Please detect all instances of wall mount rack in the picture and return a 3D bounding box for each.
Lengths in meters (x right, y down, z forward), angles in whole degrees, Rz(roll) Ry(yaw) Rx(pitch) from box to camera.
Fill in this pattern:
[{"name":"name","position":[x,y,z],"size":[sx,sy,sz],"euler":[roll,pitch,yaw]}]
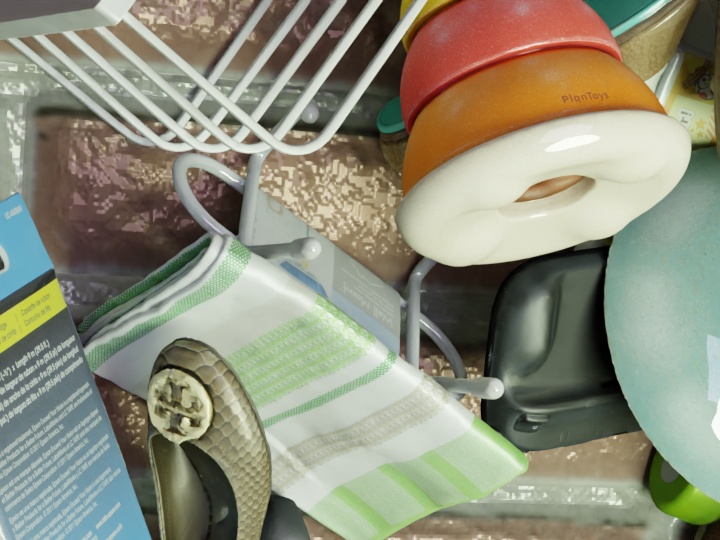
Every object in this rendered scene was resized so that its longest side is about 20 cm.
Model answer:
[{"name":"wall mount rack","position":[0.000,0.000,1.088],"size":[0.200,0.174,0.075],"euler":[36,115,-20]}]

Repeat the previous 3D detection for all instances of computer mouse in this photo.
[{"name":"computer mouse","position":[-0.024,0.211,1.144],"size":[0.034,0.059,0.201],"euler":[-19,102,-11]}]

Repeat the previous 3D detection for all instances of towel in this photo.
[{"name":"towel","position":[-0.034,0.067,1.086],"size":[0.200,0.149,0.031],"euler":[37,53,-19]}]

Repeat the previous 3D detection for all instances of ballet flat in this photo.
[{"name":"ballet flat","position":[0.104,-0.092,1.141],"size":[0.199,0.068,0.072],"euler":[-28,116,19]},{"name":"ballet flat","position":[-0.079,0.125,1.079],"size":[0.046,0.067,0.201],"euler":[-33,133,-41]}]

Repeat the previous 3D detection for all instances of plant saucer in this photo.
[{"name":"plant saucer","position":[0.219,0.026,1.128],"size":[0.200,0.039,0.202],"euler":[7,72,-24]}]

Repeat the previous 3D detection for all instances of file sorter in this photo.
[{"name":"file sorter","position":[-0.074,-0.136,1.037],"size":[0.124,0.200,0.139],"euler":[40,77,-23]}]

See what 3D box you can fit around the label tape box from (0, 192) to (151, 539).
[{"name":"label tape box","position":[-0.175,0.079,1.026],"size":[0.066,0.143,0.201],"euler":[-18,99,17]}]

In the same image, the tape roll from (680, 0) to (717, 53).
[{"name":"tape roll","position":[0.262,-0.176,1.243],"size":[0.201,0.071,0.204],"euler":[0,91,-23]}]

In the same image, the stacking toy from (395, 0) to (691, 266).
[{"name":"stacking toy","position":[0.068,-0.115,1.064],"size":[0.145,0.146,0.201],"euler":[-6,70,-22]}]

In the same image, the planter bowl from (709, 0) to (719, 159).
[{"name":"planter bowl","position":[0.246,-0.109,1.082],"size":[0.134,0.200,0.202],"euler":[2,91,2]}]

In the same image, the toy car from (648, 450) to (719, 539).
[{"name":"toy car","position":[0.260,0.176,1.180],"size":[0.164,0.200,0.159],"euler":[21,84,-21]}]

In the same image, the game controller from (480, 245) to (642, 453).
[{"name":"game controller","position":[0.148,0.035,1.155],"size":[0.199,0.042,0.105],"euler":[-8,105,-34]}]

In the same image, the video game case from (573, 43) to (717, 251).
[{"name":"video game case","position":[0.208,-0.011,1.210],"size":[0.181,0.023,0.201],"euler":[14,110,-23]}]
